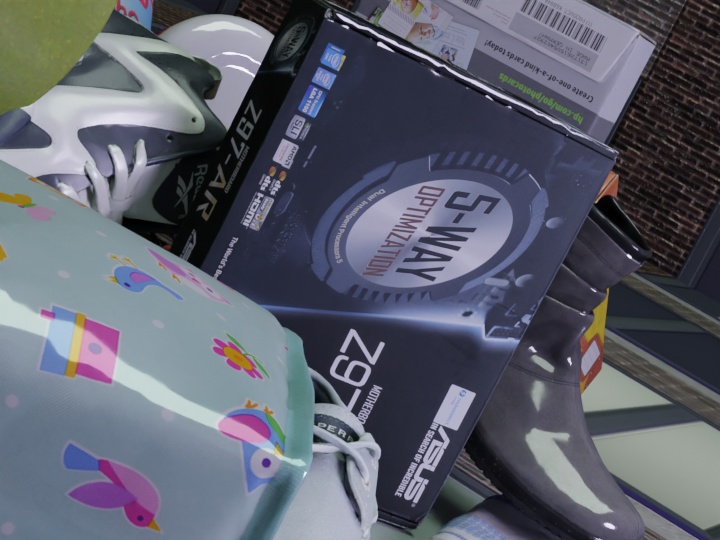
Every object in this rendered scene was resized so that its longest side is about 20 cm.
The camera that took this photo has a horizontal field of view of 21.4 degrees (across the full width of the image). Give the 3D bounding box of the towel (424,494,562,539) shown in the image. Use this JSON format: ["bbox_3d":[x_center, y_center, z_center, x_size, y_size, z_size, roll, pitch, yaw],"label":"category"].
[{"bbox_3d":[0.097,0.151,0.854,0.146,0.024,0.200,29,9,14],"label":"towel"}]

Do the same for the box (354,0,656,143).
[{"bbox_3d":[0.046,-0.071,1.038,0.155,0.201,0.041,30,8,22],"label":"box"}]

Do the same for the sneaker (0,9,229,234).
[{"bbox_3d":[-0.112,-0.036,0.834,0.129,0.080,0.200,18,45,-9],"label":"sneaker"}]

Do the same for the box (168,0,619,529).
[{"bbox_3d":[0.000,0.000,0.849,0.159,0.201,0.044,24,10,-27],"label":"box"}]

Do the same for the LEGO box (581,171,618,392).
[{"bbox_3d":[0.071,-0.006,1.156,0.148,0.077,0.201,31,-28,24],"label":"LEGO box"}]

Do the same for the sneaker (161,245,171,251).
[{"bbox_3d":[-0.051,-0.006,0.918,0.198,0.091,0.078,-4,2,-12],"label":"sneaker"}]

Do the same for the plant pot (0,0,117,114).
[{"bbox_3d":[-0.190,-0.154,0.732,0.190,0.200,0.200,43,-3,-40],"label":"plant pot"}]

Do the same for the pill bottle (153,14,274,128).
[{"bbox_3d":[-0.116,-0.085,1.153,0.112,0.113,0.200,23,-13,-24],"label":"pill bottle"}]

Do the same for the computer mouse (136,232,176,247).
[{"bbox_3d":[-0.175,-0.039,1.056,0.200,0.053,0.138,41,8,5],"label":"computer mouse"}]

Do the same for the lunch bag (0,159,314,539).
[{"bbox_3d":[-0.106,0.034,0.607,0.169,0.123,0.200,25,15,-9],"label":"lunch bag"}]

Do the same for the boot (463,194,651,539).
[{"bbox_3d":[0.098,0.034,0.938,0.200,0.132,0.070,49,15,28],"label":"boot"}]

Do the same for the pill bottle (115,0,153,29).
[{"bbox_3d":[-0.162,-0.112,0.974,0.108,0.109,0.201,22,54,-30],"label":"pill bottle"}]

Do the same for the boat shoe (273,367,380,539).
[{"bbox_3d":[-0.028,0.081,0.722,0.070,0.072,0.201,25,9,-12],"label":"boat shoe"}]
